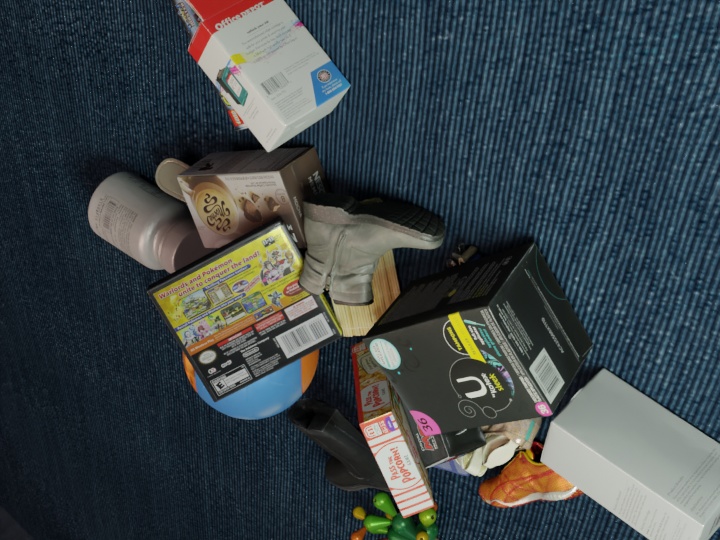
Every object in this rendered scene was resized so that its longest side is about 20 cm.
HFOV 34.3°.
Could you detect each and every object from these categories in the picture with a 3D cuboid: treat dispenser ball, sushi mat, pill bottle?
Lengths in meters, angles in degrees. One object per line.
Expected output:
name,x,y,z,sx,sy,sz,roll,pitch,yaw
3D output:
treat dispenser ball,-0.160,0.115,1.701,0.200,0.200,0.203,31,141,30
sushi mat,0.000,0.000,1.525,0.094,0.012,0.202,-8,122,7
pill bottle,-0.322,-0.067,1.818,0.199,0.114,0.115,29,140,32

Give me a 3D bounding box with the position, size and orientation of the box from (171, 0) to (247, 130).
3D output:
box,-0.166,-0.284,1.500,0.109,0.035,0.202,-6,115,53

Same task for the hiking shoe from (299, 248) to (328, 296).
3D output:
hiking shoe,-0.094,0.039,1.566,0.087,0.201,0.074,40,180,20

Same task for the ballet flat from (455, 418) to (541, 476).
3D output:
ballet flat,0.160,0.227,1.511,0.067,0.068,0.200,24,149,-15

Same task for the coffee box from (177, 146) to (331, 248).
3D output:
coffee box,-0.138,-0.097,1.569,0.198,0.080,0.114,2,121,39

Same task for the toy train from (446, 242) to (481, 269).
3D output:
toy train,0.137,0.054,1.432,0.045,0.034,0.202,20,135,35

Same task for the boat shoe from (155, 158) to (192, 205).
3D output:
boat shoe,-0.213,-0.101,1.723,0.199,0.073,0.063,34,-174,18

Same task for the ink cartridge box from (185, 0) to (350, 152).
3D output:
ink cartridge box,-0.121,-0.258,1.395,0.201,0.116,0.067,52,147,4

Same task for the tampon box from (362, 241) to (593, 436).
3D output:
tampon box,0.134,0.084,1.340,0.199,0.126,0.151,-19,111,45

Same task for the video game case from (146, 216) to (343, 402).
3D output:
video game case,-0.149,0.053,1.525,0.182,0.198,0.026,61,-174,-20

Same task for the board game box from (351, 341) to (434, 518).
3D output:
board game box,0.040,0.199,1.519,0.200,0.046,0.153,-98,-14,-66

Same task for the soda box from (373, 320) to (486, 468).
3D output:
soda box,0.087,0.143,1.489,0.071,0.063,0.202,-41,66,57

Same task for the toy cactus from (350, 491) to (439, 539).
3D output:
toy cactus,0.077,0.408,1.787,0.165,0.102,0.200,46,139,-6

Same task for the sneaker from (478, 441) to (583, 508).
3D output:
sneaker,0.221,0.261,1.501,0.199,0.072,0.078,-29,75,53

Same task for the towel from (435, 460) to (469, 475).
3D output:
towel,0.077,0.194,1.643,0.146,0.024,0.202,10,129,44

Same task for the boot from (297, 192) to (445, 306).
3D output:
boot,0.014,-0.017,1.440,0.198,0.068,0.132,12,115,26

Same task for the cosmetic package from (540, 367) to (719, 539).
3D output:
cosmetic package,0.312,0.212,1.289,0.199,0.112,0.082,35,142,29

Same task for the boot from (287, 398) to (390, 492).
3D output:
boot,-0.042,0.261,1.737,0.163,0.066,0.200,-7,145,41
